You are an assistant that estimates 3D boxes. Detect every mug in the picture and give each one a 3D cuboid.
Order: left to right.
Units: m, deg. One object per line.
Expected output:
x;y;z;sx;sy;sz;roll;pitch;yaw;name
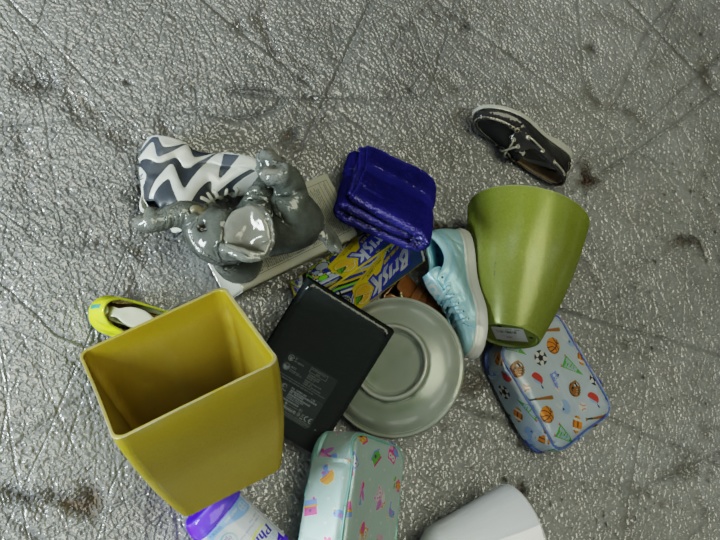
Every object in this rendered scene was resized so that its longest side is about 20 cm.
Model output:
0.169;0.413;1.386;0.152;0.149;0.188;-14;77;-20;mug

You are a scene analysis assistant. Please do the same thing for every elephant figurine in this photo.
-0.157;-0.049;1.275;0.200;0.155;0.142;-40;138;-19;elephant figurine

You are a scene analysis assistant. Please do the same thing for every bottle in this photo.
-0.133;0.368;1.287;0.200;0.065;0.084;46;64;-9;bottle

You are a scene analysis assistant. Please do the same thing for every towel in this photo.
0.041;-0.110;1.425;0.147;0.050;0.200;21;30;-5;towel

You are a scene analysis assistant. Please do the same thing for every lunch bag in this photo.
-0.008;0.322;1.327;0.160;0.077;0.202;30;64;-55;lunch bag
0.294;0.176;1.540;0.160;0.075;0.201;-30;91;-31;lunch bag

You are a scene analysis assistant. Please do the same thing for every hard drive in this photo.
-0.064;0.129;1.338;0.139;0.033;0.201;32;94;-7;hard drive

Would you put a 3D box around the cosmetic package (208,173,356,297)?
-0.116;-0.048;1.392;0.199;0.073;0.104;-26;89;-28;cosmetic package

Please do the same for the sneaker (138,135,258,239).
-0.210;-0.097;1.355;0.198;0.079;0.131;15;73;-21;sneaker

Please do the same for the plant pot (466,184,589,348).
0.235;0.006;1.480;0.186;0.187;0.201;23;65;-20;plant pot

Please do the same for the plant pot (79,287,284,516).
-0.199;0.172;1.209;0.199;0.200;0.177;-25;123;-15;plant pot

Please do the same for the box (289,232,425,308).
0.000;0.000;1.429;0.200;0.070;0.065;-36;128;-28;box

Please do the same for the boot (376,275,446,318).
0.066;0.113;1.441;0.155;0.077;0.200;44;64;-9;boot

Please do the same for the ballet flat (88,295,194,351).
-0.256;0.081;1.295;0.199;0.067;0.067;21;69;-20;ballet flat

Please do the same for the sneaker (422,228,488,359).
0.127;0.033;1.437;0.081;0.074;0.201;3;63;-24;sneaker

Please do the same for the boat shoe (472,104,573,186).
0.263;-0.203;1.620;0.199;0.074;0.061;28;62;-27;boat shoe

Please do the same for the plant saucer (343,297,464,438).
0.044;0.131;1.383;0.199;0.050;0.202;-3;75;10;plant saucer
